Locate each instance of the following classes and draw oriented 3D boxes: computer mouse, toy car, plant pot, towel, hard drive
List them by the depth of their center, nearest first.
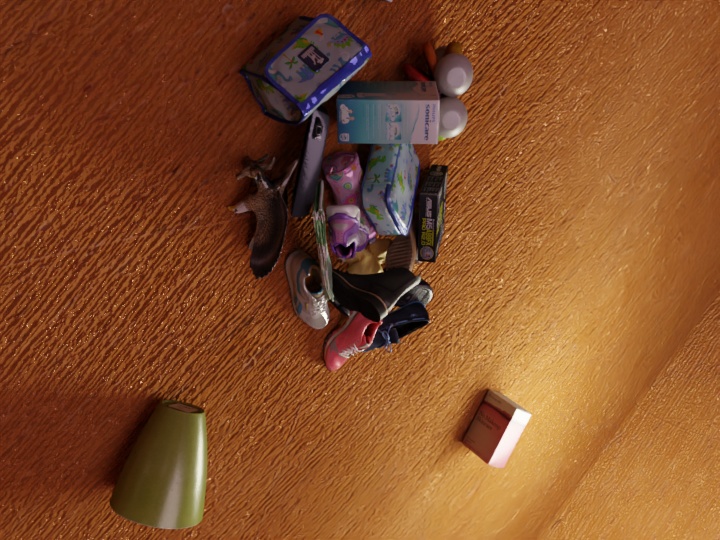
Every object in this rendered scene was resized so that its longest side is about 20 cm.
[{"bbox_3d":[-0.098,-0.213,1.225,0.041,0.135,0.206,11,109,-10],"label":"hard drive"},{"bbox_3d":[-0.378,0.370,1.259,0.184,0.184,0.207,17,85,-44],"label":"plant pot"},{"bbox_3d":[-0.073,-0.061,1.281,0.023,0.154,0.206,-6,121,0],"label":"towel"},{"bbox_3d":[0.153,-0.385,1.363,0.144,0.176,0.206,3,115,-4],"label":"toy car"},{"bbox_3d":[0.099,0.040,1.574,0.196,0.053,0.139,15,125,-40],"label":"computer mouse"}]

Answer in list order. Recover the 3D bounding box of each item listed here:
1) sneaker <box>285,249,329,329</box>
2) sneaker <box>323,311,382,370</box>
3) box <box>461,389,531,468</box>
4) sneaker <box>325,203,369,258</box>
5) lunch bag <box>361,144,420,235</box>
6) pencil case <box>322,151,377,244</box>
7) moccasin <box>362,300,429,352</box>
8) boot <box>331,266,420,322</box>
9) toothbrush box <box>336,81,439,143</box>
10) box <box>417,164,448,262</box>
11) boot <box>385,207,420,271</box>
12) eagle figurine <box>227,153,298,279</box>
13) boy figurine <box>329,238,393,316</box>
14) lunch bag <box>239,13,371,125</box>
[{"bbox_3d":[-0.106,0.056,1.389,0.076,0.080,0.204,-36,131,-23],"label":"sneaker"},{"bbox_3d":[-0.019,0.165,1.504,0.073,0.087,0.203,21,107,-44],"label":"sneaker"},{"bbox_3d":[0.440,0.512,2.061,0.108,0.127,0.205,25,93,-44],"label":"box"},{"bbox_3d":[-0.028,-0.062,1.290,0.200,0.078,0.092,57,32,-73],"label":"sneaker"},{"bbox_3d":[0.070,-0.187,1.361,0.162,0.080,0.206,57,40,-54],"label":"lunch bag"},{"bbox_3d":[-0.017,-0.153,1.360,0.087,0.087,0.204,-37,133,-20],"label":"pencil case"},{"bbox_3d":[0.080,0.146,1.574,0.197,0.069,0.081,-33,138,1],"label":"moccasin"},{"bbox_3d":[0.023,0.025,1.380,0.137,0.198,0.079,-36,137,-26],"label":"boot"},{"bbox_3d":[0.054,-0.310,1.238,0.192,0.148,0.088,0,119,2],"label":"toothbrush box"},{"bbox_3d":[0.169,-0.136,1.479,0.201,0.043,0.165,-63,156,-60],"label":"box"},{"bbox_3d":[0.119,-0.042,1.482,0.166,0.070,0.207,39,55,-62],"label":"boot"},{"bbox_3d":[-0.182,-0.112,1.212,0.151,0.148,0.206,-37,122,-39],"label":"eagle figurine"},{"bbox_3d":[0.000,0.000,1.465,0.124,0.064,0.202,40,79,-18],"label":"boy figurine"},{"bbox_3d":[-0.094,-0.348,1.114,0.170,0.198,0.129,-45,133,-12],"label":"lunch bag"}]
